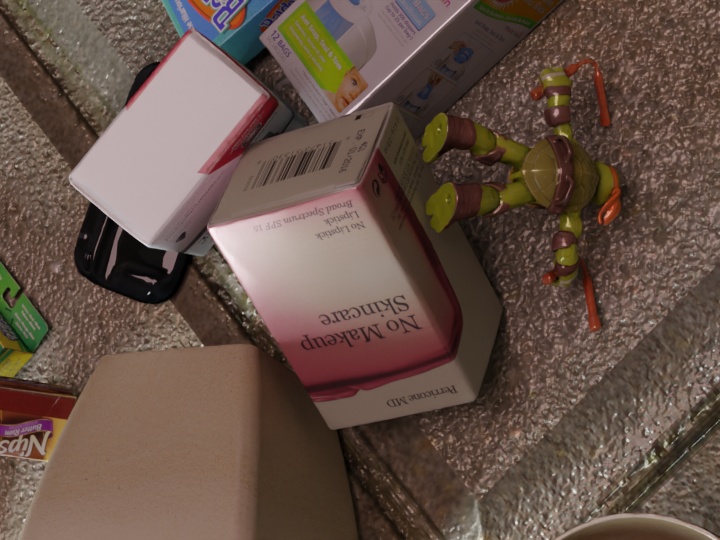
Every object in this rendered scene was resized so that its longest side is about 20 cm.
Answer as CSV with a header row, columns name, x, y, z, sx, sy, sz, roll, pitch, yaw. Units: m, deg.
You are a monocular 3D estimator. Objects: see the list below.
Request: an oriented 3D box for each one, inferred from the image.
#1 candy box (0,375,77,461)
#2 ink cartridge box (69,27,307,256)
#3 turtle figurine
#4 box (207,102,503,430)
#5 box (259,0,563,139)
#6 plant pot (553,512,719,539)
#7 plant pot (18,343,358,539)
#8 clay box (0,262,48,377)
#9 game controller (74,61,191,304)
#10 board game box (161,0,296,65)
name,x,y,z,sx,sy,sz,roll,pitch,yaw
candy box,-0.292,0.112,1.422,0.116,0.200,0.057,10,86,-13
ink cartridge box,-0.126,-0.093,1.376,0.083,0.200,0.145,39,93,6
turtle figurine,0.126,-0.057,1.272,0.064,0.161,0.200,-2,87,63
box,0.000,0.000,1.290,0.128,0.200,0.109,-14,32,26
box,0.042,-0.196,1.373,0.200,0.101,0.113,-42,64,15
plant pot,0.205,0.263,1.175,0.200,0.134,0.201,-6,78,28
plant pot,-0.116,0.161,1.343,0.200,0.200,0.177,-5,67,25
clay box,-0.372,0.083,1.573,0.200,0.048,0.115,-49,63,13
game controller,-0.171,-0.075,1.507,0.104,0.042,0.200,20,90,16
board game box,-0.080,-0.275,1.479,0.200,0.045,0.152,-39,59,17
